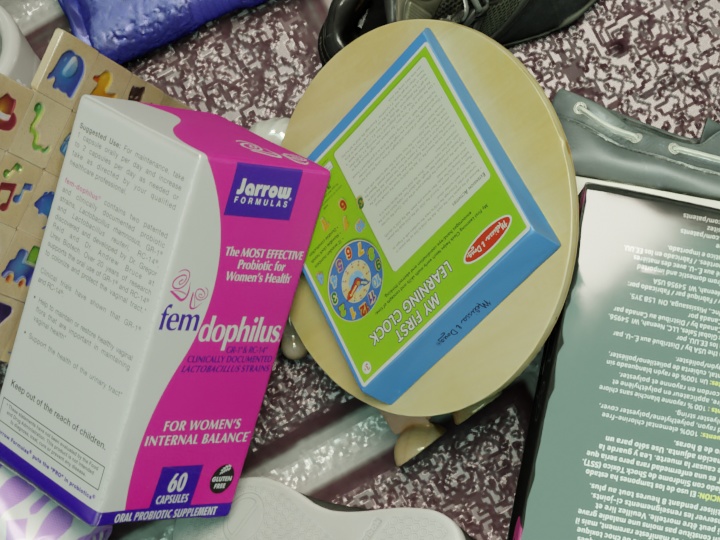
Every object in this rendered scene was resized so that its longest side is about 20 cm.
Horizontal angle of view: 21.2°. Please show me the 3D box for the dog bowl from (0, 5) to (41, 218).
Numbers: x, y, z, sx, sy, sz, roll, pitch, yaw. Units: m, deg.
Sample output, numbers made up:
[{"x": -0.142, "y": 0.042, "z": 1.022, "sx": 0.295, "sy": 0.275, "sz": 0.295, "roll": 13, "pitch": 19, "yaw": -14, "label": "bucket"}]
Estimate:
[{"x": -0.259, "y": -0.081, "z": 1.024, "sx": 0.198, "sy": 0.201, "sz": 0.059, "roll": -9, "pitch": 128, "yaw": 4, "label": "dog bowl"}]

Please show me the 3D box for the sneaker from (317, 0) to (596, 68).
[{"x": 0.066, "y": -0.159, "z": 1.040, "sx": 0.198, "sy": 0.114, "sz": 0.077, "roll": -25, "pitch": 87, "yaw": 1, "label": "sneaker"}]

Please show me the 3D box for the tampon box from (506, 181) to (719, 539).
[{"x": 0.153, "y": 0.070, "z": 0.998, "sx": 0.125, "sy": 0.150, "sz": 0.202, "roll": 12, "pitch": 87, "yaw": 4, "label": "tampon box"}]

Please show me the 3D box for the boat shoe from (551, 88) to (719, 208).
[{"x": 0.193, "y": -0.059, "z": 1.043, "sx": 0.198, "sy": 0.073, "sz": 0.063, "roll": 8, "pitch": 91, "yaw": 10, "label": "boat shoe"}]

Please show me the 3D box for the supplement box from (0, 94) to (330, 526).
[{"x": -0.108, "y": 0.021, "z": 1.009, "sx": 0.103, "sy": 0.101, "sz": 0.202, "roll": 26, "pitch": 105, "yaw": 39, "label": "supplement box"}]

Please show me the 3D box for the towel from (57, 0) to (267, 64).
[{"x": -0.091, "y": -0.214, "z": 1.091, "sx": 0.198, "sy": 0.050, "sz": 0.149, "roll": -22, "pitch": 88, "yaw": 5, "label": "towel"}]

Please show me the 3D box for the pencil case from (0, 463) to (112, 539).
[{"x": -0.230, "y": 0.116, "z": 1.066, "sx": 0.200, "sy": 0.084, "sz": 0.086, "roll": 40, "pitch": 113, "yaw": 7, "label": "pencil case"}]

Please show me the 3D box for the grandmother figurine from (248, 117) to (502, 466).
[{"x": 0.000, "y": 0.000, "z": 1.063, "sx": 0.121, "sy": 0.061, "sz": 0.201, "roll": -35, "pitch": 87, "yaw": -7, "label": "grandmother figurine"}]

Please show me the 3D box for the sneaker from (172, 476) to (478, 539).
[{"x": -0.008, "y": 0.165, "z": 1.048, "sx": 0.198, "sy": 0.099, "sz": 0.071, "roll": 1, "pitch": 66, "yaw": 36, "label": "sneaker"}]

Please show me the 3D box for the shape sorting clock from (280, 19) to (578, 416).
[{"x": 0.029, "y": -0.026, "z": 0.981, "sx": 0.199, "sy": 0.039, "sz": 0.203, "roll": -3, "pitch": 86, "yaw": 43, "label": "shape sorting clock"}]

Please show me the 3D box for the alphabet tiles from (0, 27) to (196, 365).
[{"x": -0.157, "y": -0.029, "z": 1.012, "sx": 0.007, "sy": 0.200, "sz": 0.169, "roll": 24, "pitch": 88, "yaw": 29, "label": "alphabet tiles"}]
